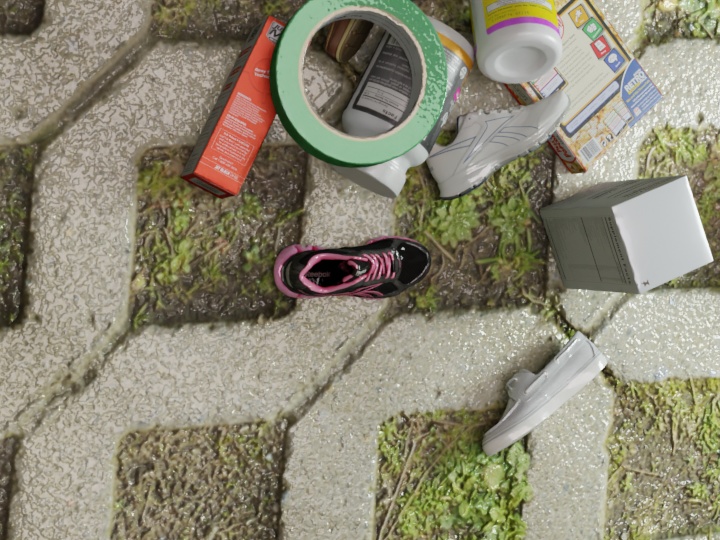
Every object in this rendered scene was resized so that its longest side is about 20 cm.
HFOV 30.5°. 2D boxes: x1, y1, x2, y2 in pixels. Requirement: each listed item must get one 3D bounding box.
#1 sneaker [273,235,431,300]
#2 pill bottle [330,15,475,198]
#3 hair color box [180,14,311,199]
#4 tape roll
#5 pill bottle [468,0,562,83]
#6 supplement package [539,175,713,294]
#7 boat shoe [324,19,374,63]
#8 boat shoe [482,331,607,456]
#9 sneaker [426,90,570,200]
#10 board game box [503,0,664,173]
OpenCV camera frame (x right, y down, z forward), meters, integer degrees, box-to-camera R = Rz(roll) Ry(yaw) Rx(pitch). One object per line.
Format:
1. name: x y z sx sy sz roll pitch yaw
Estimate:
1. sneaker: 0.000 0.000 1.581 0.197 0.095 0.080 -7 92 -19
2. pill bottle: 0.047 -0.197 1.579 0.116 0.116 0.202 29 83 -16
3. hair color box: -0.134 -0.186 1.530 0.061 0.101 0.202 26 84 -15
4. tape roll: -0.002 -0.218 1.486 0.198 0.048 0.203 0 90 -12
5. pill bottle: 0.180 -0.335 1.596 0.103 0.104 0.202 3 64 -17
6. supplement package: 0.323 -0.044 1.625 0.108 0.200 0.115 -22 98 -15
7. boat shoe: -0.005 -0.347 1.590 0.067 0.072 0.202 19 83 11
8. boat shoe: 0.222 0.153 1.672 0.199 0.072 0.069 -39 80 -6
9. sneaker: 0.167 -0.168 1.624 0.199 0.075 0.088 -32 92 3
10. board game box: 0.272 -0.249 1.684 0.151 0.046 0.201 -42 102 -12
